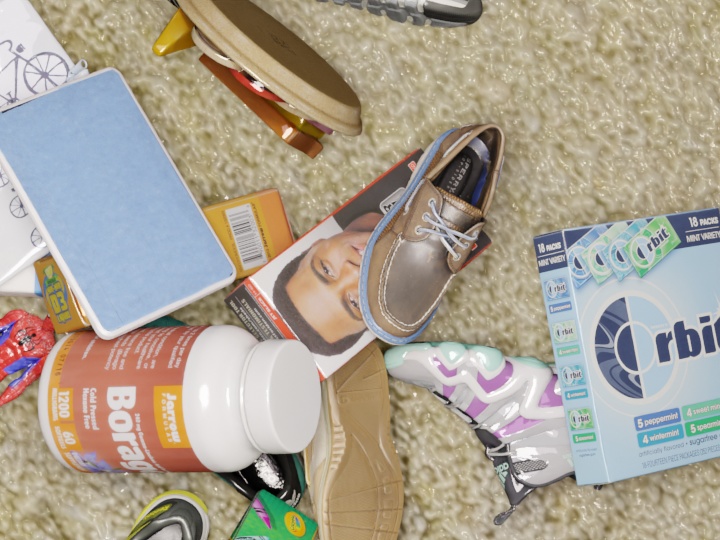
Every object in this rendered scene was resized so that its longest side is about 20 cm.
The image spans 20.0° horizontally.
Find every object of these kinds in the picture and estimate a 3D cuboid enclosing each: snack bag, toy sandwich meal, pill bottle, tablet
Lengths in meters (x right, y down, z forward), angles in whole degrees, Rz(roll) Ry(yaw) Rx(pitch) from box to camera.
[{"bbox_3d":[-0.289,-0.104,1.611,0.188,0.021,0.200,-35,86,-4],"label":"snack bag"},{"bbox_3d":[-0.082,-0.152,1.603,0.205,0.205,0.070,39,103,0],"label":"toy sandwich meal"},{"bbox_3d":[-0.136,0.098,1.554,0.199,0.112,0.113,-3,87,27],"label":"pill bottle"},{"bbox_3d":[-0.193,-0.054,1.565,0.130,0.014,0.201,-25,79,-31],"label":"tablet"}]

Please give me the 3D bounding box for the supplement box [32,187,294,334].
[{"bbox_3d":[-0.153,-0.008,1.615,0.199,0.066,0.069,-15,89,-29],"label":"supplement box"}]

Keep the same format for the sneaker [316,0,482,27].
[{"bbox_3d":[0.011,-0.272,1.673,0.199,0.075,0.116,12,84,0],"label":"sneaker"}]

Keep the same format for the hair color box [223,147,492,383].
[{"bbox_3d":[0.000,0.000,1.620,0.200,0.061,0.102,-39,91,-30],"label":"hair color box"}]

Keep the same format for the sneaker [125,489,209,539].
[{"bbox_3d":[-0.190,0.265,1.629,0.074,0.085,0.201,27,86,1],"label":"sneaker"}]

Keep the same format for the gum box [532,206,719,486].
[{"bbox_3d":[0.233,0.059,1.636,0.169,0.044,0.201,-8,86,-33],"label":"gum box"}]

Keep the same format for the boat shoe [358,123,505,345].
[{"bbox_3d":[0.057,-0.037,1.583,0.072,0.072,0.201,29,62,-15],"label":"boat shoe"}]

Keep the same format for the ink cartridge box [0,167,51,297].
[{"bbox_3d":[-0.316,-0.040,1.650,0.199,0.067,0.117,2,87,-1],"label":"ink cartridge box"}]

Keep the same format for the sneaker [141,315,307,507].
[{"bbox_3d":[-0.115,0.113,1.641,0.071,0.080,0.200,-44,89,-1],"label":"sneaker"}]

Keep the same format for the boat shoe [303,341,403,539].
[{"bbox_3d":[-0.011,0.154,1.651,0.073,0.069,0.201,4,80,-22],"label":"boat shoe"}]

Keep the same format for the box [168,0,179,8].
[{"bbox_3d":[-0.139,-0.337,1.663,0.160,0.049,0.200,40,86,19],"label":"box"}]

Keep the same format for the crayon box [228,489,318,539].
[{"bbox_3d":[-0.112,0.282,1.581,0.058,0.119,0.201,30,110,-1],"label":"crayon box"}]

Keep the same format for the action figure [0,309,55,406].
[{"bbox_3d":[-0.315,0.090,1.655,0.200,0.052,0.066,-37,85,-6],"label":"action figure"}]

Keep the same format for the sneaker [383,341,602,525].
[{"bbox_3d":[0.109,0.134,1.650,0.199,0.078,0.141,10,86,-1],"label":"sneaker"}]
